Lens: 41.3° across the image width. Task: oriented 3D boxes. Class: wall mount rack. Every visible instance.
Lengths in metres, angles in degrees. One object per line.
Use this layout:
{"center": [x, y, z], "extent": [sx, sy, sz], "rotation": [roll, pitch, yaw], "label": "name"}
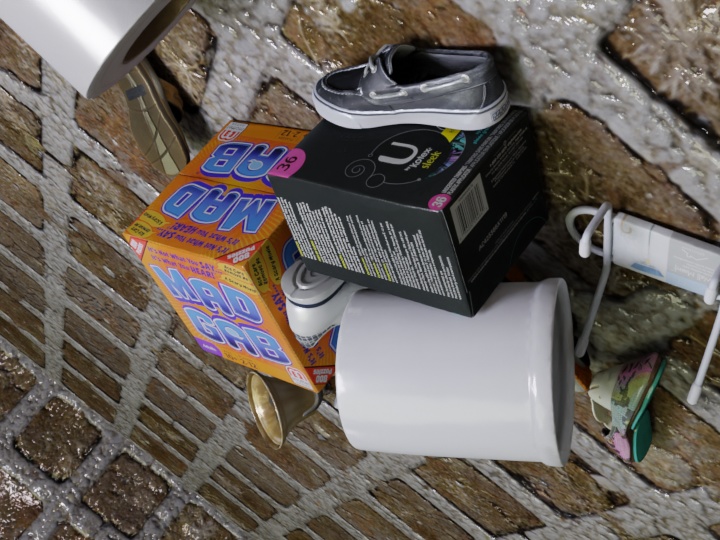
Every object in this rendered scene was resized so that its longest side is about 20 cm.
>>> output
{"center": [0.263, 0.027, 0.861], "extent": [0.199, 0.075, 0.174], "rotation": [24, 151, 28], "label": "wall mount rack"}

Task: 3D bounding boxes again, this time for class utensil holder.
{"center": [0.094, 0.095, 0.903], "extent": [0.198, 0.171, 0.171], "rotation": [-2, 138, 18], "label": "utensil holder"}

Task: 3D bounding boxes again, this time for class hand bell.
{"center": [-0.040, 0.150, 1.261], "extent": [0.104, 0.199, 0.105], "rotation": [43, 143, 45], "label": "hand bell"}

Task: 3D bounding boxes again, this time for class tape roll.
{"center": [-0.230, -0.275, 0.863], "extent": [0.139, 0.203, 0.202], "rotation": [42, 152, -10], "label": "tape roll"}

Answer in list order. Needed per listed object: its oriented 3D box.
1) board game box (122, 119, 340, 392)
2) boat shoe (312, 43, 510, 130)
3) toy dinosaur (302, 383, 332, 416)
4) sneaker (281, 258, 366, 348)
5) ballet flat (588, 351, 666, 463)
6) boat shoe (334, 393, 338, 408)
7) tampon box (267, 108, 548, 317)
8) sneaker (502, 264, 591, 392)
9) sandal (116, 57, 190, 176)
{"center": [-0.099, -0.022, 1.086], "extent": [0.199, 0.200, 0.201], "rotation": [14, 144, 39], "label": "board game box"}
{"center": [0.034, -0.169, 0.844], "extent": [0.199, 0.072, 0.068], "rotation": [13, 145, 36], "label": "boat shoe"}
{"center": [-0.054, 0.086, 1.189], "extent": [0.076, 0.201, 0.103], "rotation": [6, 140, 33], "label": "toy dinosaur"}
{"center": [0.000, 0.000, 1.001], "extent": [0.076, 0.199, 0.081], "rotation": [30, 142, 41], "label": "sneaker"}
{"center": [0.281, 0.144, 1.028], "extent": [0.071, 0.069, 0.201], "rotation": [25, 154, 26], "label": "ballet flat"}
{"center": [0.021, 0.120, 1.201], "extent": [0.065, 0.200, 0.074], "rotation": [23, 118, 5], "label": "boat shoe"}
{"center": [0.046, -0.071, 0.886], "extent": [0.199, 0.150, 0.127], "rotation": [16, 141, 36], "label": "tampon box"}
{"center": [0.159, 0.071, 1.021], "extent": [0.092, 0.076, 0.200], "rotation": [-29, 111, 32], "label": "sneaker"}
{"center": [-0.250, -0.209, 1.155], "extent": [0.080, 0.054, 0.201], "rotation": [-1, 119, 43], "label": "sandal"}
